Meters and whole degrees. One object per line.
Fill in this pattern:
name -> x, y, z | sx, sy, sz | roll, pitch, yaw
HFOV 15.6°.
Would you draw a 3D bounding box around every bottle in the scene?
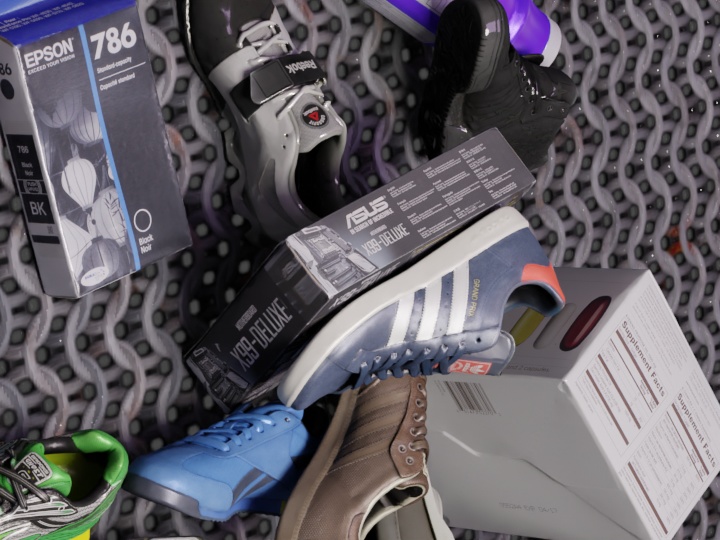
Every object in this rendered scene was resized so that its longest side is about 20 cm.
bottle -> 0.059, -0.194, 1.787 | 0.200, 0.065, 0.084 | 30, 71, -41

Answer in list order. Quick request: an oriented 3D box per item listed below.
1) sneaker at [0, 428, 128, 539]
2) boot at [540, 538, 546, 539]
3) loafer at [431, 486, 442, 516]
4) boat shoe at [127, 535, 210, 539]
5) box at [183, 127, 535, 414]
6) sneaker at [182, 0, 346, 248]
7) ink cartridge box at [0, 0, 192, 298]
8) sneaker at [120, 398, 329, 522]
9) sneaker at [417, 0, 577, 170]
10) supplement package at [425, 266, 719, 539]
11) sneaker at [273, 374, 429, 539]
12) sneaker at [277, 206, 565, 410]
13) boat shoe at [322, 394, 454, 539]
sneaker -> -0.219, 0.133, 1.512 | 0.200, 0.085, 0.078 | -20, 65, -46
boot -> 0.196, 0.233, 1.945 | 0.200, 0.073, 0.076 | 27, 84, -44
loafer -> -0.006, 0.219, 1.745 | 0.070, 0.070, 0.201 | 45, 59, -34
boat shoe -> -0.165, 0.205, 1.594 | 0.199, 0.071, 0.072 | -5, 109, -24
box -> 0.000, 0.000, 1.679 | 0.200, 0.158, 0.050 | -29, 78, -39
sneaker -> -0.049, -0.111, 1.675 | 0.074, 0.088, 0.201 | -30, 111, -37
ink cartridge box -> -0.169, -0.093, 1.593 | 0.099, 0.039, 0.201 | -27, 110, -39
sneaker -> -0.081, 0.112, 1.640 | 0.200, 0.066, 0.079 | 5, 105, -61
sneaker -> 0.100, -0.127, 1.781 | 0.104, 0.200, 0.060 | -12, 61, -18
supplement package -> 0.123, 0.089, 1.771 | 0.111, 0.199, 0.156 | -49, 122, -32
sneaker -> 0.016, 0.112, 1.662 | 0.071, 0.075, 0.201 | 84, 29, -63
sneaker -> 0.043, 0.043, 1.625 | 0.200, 0.075, 0.085 | -34, 81, -20
boat shoe -> 0.010, 0.144, 1.720 | 0.060, 0.072, 0.202 | -10, 66, -23
